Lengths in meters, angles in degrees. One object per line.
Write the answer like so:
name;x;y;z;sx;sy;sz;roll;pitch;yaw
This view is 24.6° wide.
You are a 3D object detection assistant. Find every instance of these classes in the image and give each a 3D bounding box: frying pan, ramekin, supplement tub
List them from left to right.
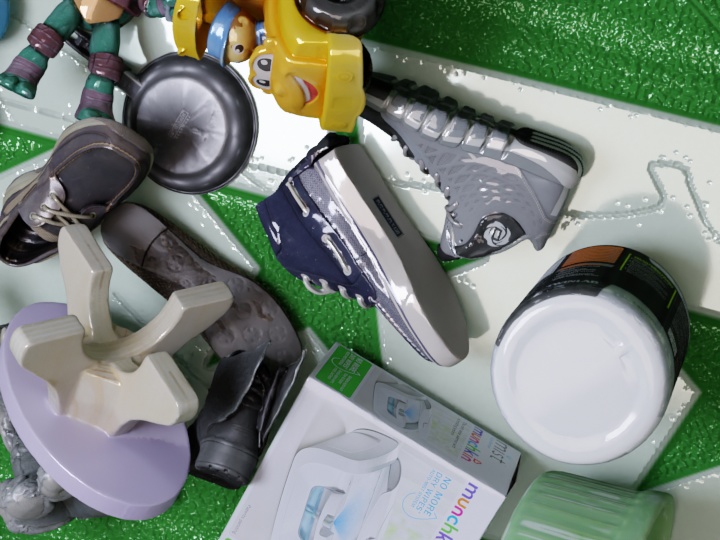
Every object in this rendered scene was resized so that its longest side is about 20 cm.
frying pan;-0.159;-0.148;1.310;0.115;0.031;0.191;-32;94;18
ramekin;0.154;0.245;1.215;0.097;0.200;0.202;17;106;19
supplement tub;0.167;0.052;1.164;0.122;0.200;0.124;3;102;16

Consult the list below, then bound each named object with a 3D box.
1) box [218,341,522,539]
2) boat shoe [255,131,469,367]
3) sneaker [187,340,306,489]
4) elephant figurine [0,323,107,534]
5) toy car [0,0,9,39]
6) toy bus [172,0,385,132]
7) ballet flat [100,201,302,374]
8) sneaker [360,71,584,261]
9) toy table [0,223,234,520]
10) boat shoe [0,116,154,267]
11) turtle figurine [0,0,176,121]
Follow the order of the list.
box;0.001;0.191;1.290;0.176;0.097;0.201;31;110;4
boat shoe;0.000;0.000;1.277;0.092;0.075;0.201;-33;83;26
sneaker;-0.097;0.113;1.290;0.060;0.200;0.105;21;78;-12
elephant figurine;-0.254;0.100;1.343;0.141;0.155;0.201;-19;64;-13
toy car;-0.420;-0.194;1.326;0.199;0.184;0.178;30;111;38
toy bus;-0.081;-0.206;1.157;0.190;0.136;0.202;-1;67;-7
ballet flat;-0.127;0.017;1.330;0.200;0.046;0.068;38;86;0
sneaker;0.058;-0.068;1.239;0.199;0.075;0.116;23;109;10
toy table;-0.186;0.071;1.235;0.200;0.183;0.117;44;132;19
boat shoe;-0.224;-0.051;1.283;0.074;0.074;0.200;29;146;-22
turtle figurine;-0.197;-0.216;1.266;0.149;0.101;0.201;21;90;5
